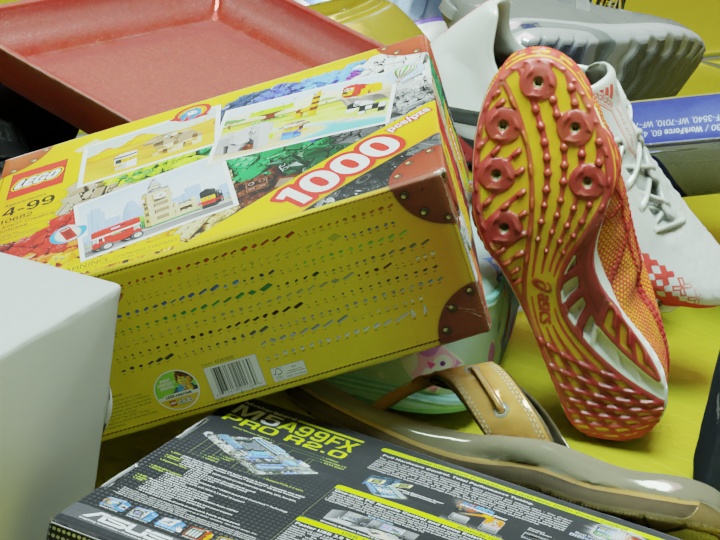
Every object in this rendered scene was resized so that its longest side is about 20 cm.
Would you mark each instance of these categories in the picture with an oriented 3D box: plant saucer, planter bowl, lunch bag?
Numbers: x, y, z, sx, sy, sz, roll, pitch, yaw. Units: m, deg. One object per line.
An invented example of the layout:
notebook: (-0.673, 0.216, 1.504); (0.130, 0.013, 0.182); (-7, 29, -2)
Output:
plant saucer: (-0.080, -0.100, 1.135); (0.199, 0.037, 0.200); (30, 33, 34)
planter bowl: (-0.023, -0.113, 1.275); (0.200, 0.084, 0.200); (-15, 13, 3)
lunch bag: (0.000, 0.000, 1.083); (0.160, 0.077, 0.200); (11, 18, 6)

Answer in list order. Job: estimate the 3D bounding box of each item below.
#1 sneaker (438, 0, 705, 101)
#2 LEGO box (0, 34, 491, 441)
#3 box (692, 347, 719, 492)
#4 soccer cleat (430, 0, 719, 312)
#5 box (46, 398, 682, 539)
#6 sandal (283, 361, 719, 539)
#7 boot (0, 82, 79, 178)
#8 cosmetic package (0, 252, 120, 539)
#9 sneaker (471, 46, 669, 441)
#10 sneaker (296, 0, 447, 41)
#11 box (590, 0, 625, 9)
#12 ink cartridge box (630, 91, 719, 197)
sneaker: (0.132, -0.142, 1.297); (0.200, 0.075, 0.082); (4, 40, -46)
LEGO box: (-0.053, -0.013, 0.909); (0.200, 0.077, 0.149); (-16, 26, 6)
box: (0.235, 0.030, 0.923); (0.148, 0.200, 0.107); (13, 18, 6)
soccer cleat: (0.116, -0.056, 1.069); (0.200, 0.085, 0.069); (38, 36, -4)
box: (0.006, 0.115, 0.797); (0.200, 0.044, 0.160); (17, 19, 18)
sandal: (0.064, 0.069, 0.898); (0.200, 0.054, 0.080); (13, -12, 27)
boot: (-0.180, -0.053, 1.131); (0.158, 0.080, 0.211); (14, 28, 32)
cosmetic package: (-0.166, 0.068, 0.748); (0.085, 0.108, 0.200); (14, 17, 15)
sneaker: (0.097, -0.015, 1.010); (0.073, 0.200, 0.077); (-10, 27, 12)
sneaker: (-0.043, -0.180, 1.413); (0.200, 0.147, 0.081); (-16, -17, -4)
box: (0.075, -0.161, 1.461); (0.200, 0.160, 0.049); (25, 11, 35)
ink cartridge box: (0.179, -0.076, 1.263); (0.197, 0.047, 0.200); (-4, -9, 16)
